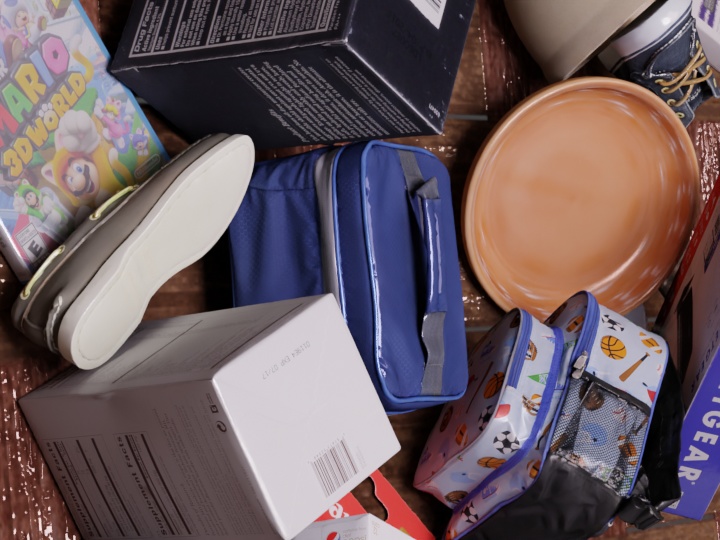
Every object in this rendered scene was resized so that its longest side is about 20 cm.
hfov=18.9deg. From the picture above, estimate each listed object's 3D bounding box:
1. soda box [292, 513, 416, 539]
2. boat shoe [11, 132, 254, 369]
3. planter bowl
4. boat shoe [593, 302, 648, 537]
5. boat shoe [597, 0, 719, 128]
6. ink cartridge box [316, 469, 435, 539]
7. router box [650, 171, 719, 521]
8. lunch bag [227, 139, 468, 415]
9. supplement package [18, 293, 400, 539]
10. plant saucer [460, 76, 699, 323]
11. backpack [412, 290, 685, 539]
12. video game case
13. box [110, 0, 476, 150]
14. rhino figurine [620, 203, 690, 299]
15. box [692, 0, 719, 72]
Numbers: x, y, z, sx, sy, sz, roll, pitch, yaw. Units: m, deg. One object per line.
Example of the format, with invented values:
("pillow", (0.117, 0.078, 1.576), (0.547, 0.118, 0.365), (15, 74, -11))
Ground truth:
("soda box", (0.028, 0.226, 1.463), (0.200, 0.063, 0.068), (37, 48, -52))
("boat shoe", (-0.142, -0.023, 1.380), (0.202, 0.060, 0.072), (-50, 147, -31))
("planter bowl", (0.180, -0.256, 1.669), (0.135, 0.200, 0.200), (48, 51, 2))
("boat shoe", (0.192, 0.115, 1.702), (0.066, 0.070, 0.201), (52, 42, -55))
("boat shoe", (0.242, -0.160, 1.666), (0.071, 0.200, 0.091), (-41, 89, -1))
("ink cartridge box", (-0.021, 0.211, 1.494), (0.161, 0.050, 0.200), (52, 55, -26))
("router box", (0.265, 0.055, 1.631), (0.049, 0.201, 0.180), (14, 41, -4))
("lunch bag", (0.000, 0.000, 1.462), (0.136, 0.132, 0.201), (2, 82, -62))
("supplement package", (-0.095, 0.095, 1.333), (0.114, 0.200, 0.110), (-35, 107, -40))
("plant saucer", (0.165, -0.053, 1.663), (0.199, 0.037, 0.201), (-7, 110, -19))
("backpack", (0.138, 0.113, 1.576), (0.154, 0.200, 0.191), (39, 52, -10))
("video game case", (-0.215, -0.113, 1.374), (0.143, 0.018, 0.201), (-44, 114, -37))
("box", (-0.032, -0.194, 1.426), (0.123, 0.198, 0.201), (40, 58, -45))
("rhino figurine", (0.221, -0.041, 1.747), (0.088, 0.060, 0.200), (-50, 120, -14))
("box", (0.276, -0.278, 1.854), (0.200, 0.036, 0.145), (32, 63, -38))
